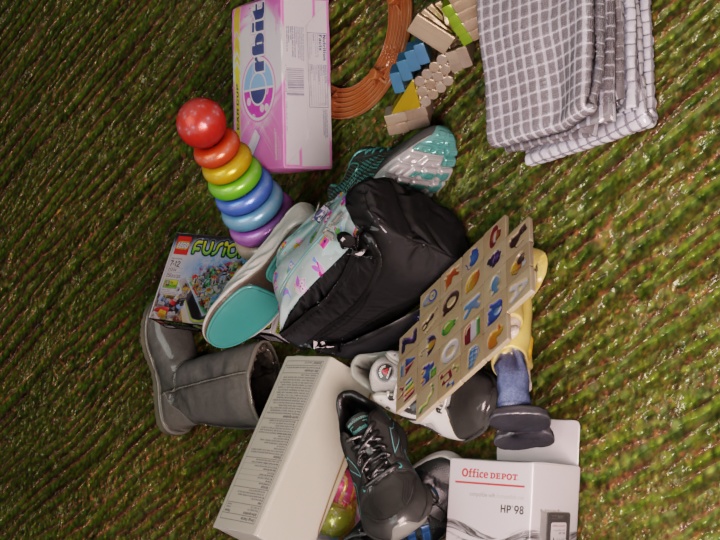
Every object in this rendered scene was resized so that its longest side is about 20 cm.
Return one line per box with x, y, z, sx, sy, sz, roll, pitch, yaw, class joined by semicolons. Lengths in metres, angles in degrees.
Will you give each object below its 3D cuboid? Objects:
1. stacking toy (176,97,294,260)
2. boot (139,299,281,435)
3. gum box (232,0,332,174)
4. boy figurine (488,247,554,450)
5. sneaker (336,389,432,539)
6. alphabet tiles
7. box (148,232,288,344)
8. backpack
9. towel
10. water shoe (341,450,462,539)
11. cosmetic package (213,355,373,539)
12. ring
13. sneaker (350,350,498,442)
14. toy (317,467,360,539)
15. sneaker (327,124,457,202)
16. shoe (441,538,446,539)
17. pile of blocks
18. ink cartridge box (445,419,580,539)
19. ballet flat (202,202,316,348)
-0.137;-0.107;1.856;0.085;0.201;0.086;-19;37;15;stacking toy
-0.175;0.105;1.991;0.199;0.072;0.184;-20;81;54;boot
-0.090;-0.212;1.918;0.113;0.066;0.203;0;90;56;gum box
0.146;0.067;1.584;0.064;0.125;0.202;-4;54;11;boy figurine
0.012;0.187;1.638;0.075;0.080;0.200;-32;27;3;sneaker
0.095;0.043;1.578;0.200;0.006;0.167;-45;26;34;alphabet tiles
-0.148;0.018;1.950;0.198;0.035;0.111;5;72;39;box
0.000;0.000;1.731;0.200;0.166;0.128;-41;38;34;backpack
0.186;-0.212;1.593;0.165;0.085;0.203;-14;73;50;towel
0.032;0.261;1.667;0.072;0.079;0.200;45;103;6;water shoe
-0.067;0.194;1.780;0.103;0.073;0.202;-3;61;60;cosmetic package
-0.014;-0.270;1.900;0.199;0.019;0.203;-11;75;50;ring
0.056;0.118;1.667;0.199;0.088;0.075;6;80;59;sneaker
-0.017;0.244;1.791;0.199;0.047;0.117;16;95;50;toy
0.022;-0.102;1.786;0.200;0.077;0.092;-41;50;37;sneaker
0.066;0.356;1.651;0.053;0.069;0.203;10;93;42;shoe
0.078;-0.230;1.734;0.200;0.082;0.062;-51;14;29;pile of blocks
0.140;0.237;1.585;0.115;0.066;0.203;-5;80;50;ink cartridge box
-0.102;0.003;1.848;0.200;0.069;0.070;-48;50;27;ballet flat
